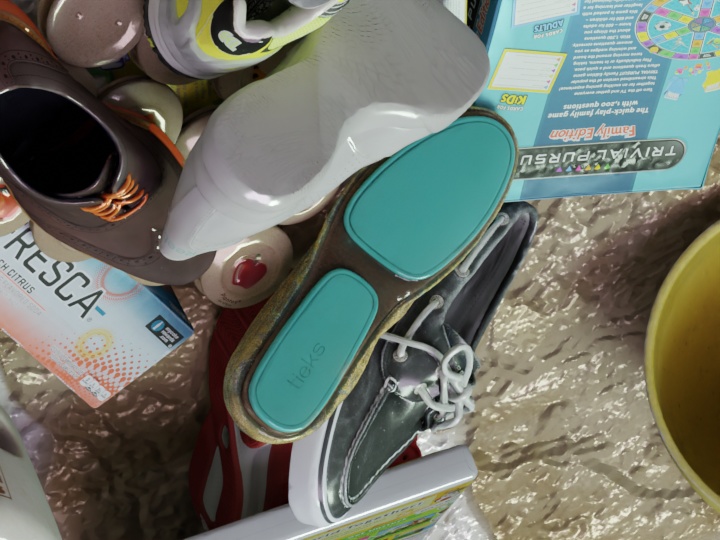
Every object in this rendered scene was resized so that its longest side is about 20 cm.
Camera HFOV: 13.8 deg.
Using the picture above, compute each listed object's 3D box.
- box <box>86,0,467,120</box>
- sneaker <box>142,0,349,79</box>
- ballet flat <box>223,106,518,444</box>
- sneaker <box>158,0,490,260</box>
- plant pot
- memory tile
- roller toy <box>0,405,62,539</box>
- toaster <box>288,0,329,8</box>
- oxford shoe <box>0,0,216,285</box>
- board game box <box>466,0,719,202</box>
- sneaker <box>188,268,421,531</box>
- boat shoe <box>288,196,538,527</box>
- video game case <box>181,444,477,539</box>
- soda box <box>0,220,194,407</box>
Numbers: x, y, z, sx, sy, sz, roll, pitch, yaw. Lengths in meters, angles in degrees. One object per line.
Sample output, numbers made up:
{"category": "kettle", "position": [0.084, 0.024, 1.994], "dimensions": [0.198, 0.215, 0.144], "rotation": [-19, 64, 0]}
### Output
{"category": "box", "position": [-0.049, -0.114, 1.419], "dimensions": [0.199, 0.048, 0.118], "rotation": [-16, 135, -16]}
{"category": "sneaker", "position": [-0.005, -0.155, 1.326], "dimensions": [0.200, 0.076, 0.075], "rotation": [-48, 114, -16]}
{"category": "ballet flat", "position": [0.000, 0.000, 1.467], "dimensions": [0.200, 0.071, 0.071], "rotation": [-53, 137, -12]}
{"category": "sneaker", "position": [-0.023, -0.065, 1.364], "dimensions": [0.200, 0.075, 0.089], "rotation": [-32, 170, -44]}
{"category": "plant pot", "position": [0.255, 0.071, 1.659], "dimensions": [0.200, 0.200, 0.142], "rotation": [-23, 162, -5]}
{"category": "memory tile", "position": [-0.087, -0.060, 1.391], "dimensions": [0.200, 0.017, 0.154], "rotation": [16, 115, -38]}
{"category": "roller toy", "position": [-0.243, 0.148, 1.497], "dimensions": [0.182, 0.140, 0.200], "rotation": [-20, 135, -9]}
{"category": "toaster", "position": [0.005, -0.238, 1.239], "dimensions": [0.181, 0.200, 0.119], "rotation": [-31, 132, 13]}
{"category": "oxford shoe", "position": [-0.122, -0.040, 1.322], "dimensions": [0.071, 0.073, 0.200], "rotation": [-43, 135, 6]}
{"category": "board game box", "position": [0.121, -0.128, 1.488], "dimensions": [0.151, 0.047, 0.200], "rotation": [-4, 132, -22]}
{"category": "sneaker", "position": [-0.018, 0.064, 1.592], "dimensions": [0.115, 0.078, 0.200], "rotation": [-11, 147, -29]}
{"category": "boat shoe", "position": [0.031, 0.045, 1.514], "dimensions": [0.200, 0.068, 0.074], "rotation": [-60, 152, -23]}
{"category": "video game case", "position": [-0.047, 0.155, 1.615], "dimensions": [0.199, 0.023, 0.182], "rotation": [-17, 166, -16]}
{"category": "soda box", "position": [-0.166, -0.019, 1.436], "dimensions": [0.068, 0.064, 0.200], "rotation": [-37, 136, 7]}
